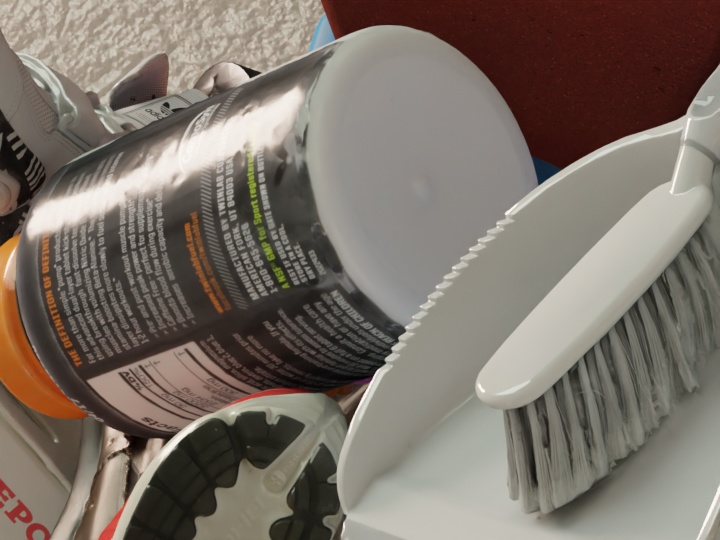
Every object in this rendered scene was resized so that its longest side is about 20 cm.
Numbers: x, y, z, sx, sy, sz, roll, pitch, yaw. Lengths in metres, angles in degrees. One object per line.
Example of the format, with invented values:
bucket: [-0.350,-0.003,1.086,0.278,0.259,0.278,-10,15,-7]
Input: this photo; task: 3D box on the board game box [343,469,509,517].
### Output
board game box: [0.069,0.029,0.841,0.151,0.037,0.200,-44,6,-9]

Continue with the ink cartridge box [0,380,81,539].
ink cartridge box: [-0.199,0.110,1.124,0.200,0.145,0.083,-40,4,13]

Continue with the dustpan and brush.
dustpan and brush: [0.080,-0.010,0.715,0.200,0.057,0.140,-48,32,-21]

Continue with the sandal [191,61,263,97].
sandal: [-0.087,0.008,1.173,0.076,0.043,0.200,15,89,55]

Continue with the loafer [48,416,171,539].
loafer: [-0.063,0.079,1.039,0.071,0.073,0.200,-9,58,47]

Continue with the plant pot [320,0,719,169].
plant pot: [0.088,-0.146,1.013,0.200,0.200,0.176,-50,-22,-40]

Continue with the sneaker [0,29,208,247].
sneaker: [-0.107,-0.055,1.057,0.115,0.075,0.200,-38,-37,-19]

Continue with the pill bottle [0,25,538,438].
pill bottle: [-0.044,-0.004,0.946,0.200,0.106,0.106,-19,21,44]

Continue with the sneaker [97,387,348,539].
sneaker: [-0.070,0.117,0.900,0.200,0.077,0.085,-46,2,11]

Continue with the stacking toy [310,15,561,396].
stacking toy: [0.000,0.000,1.140,0.200,0.116,0.110,123,163,-50]
